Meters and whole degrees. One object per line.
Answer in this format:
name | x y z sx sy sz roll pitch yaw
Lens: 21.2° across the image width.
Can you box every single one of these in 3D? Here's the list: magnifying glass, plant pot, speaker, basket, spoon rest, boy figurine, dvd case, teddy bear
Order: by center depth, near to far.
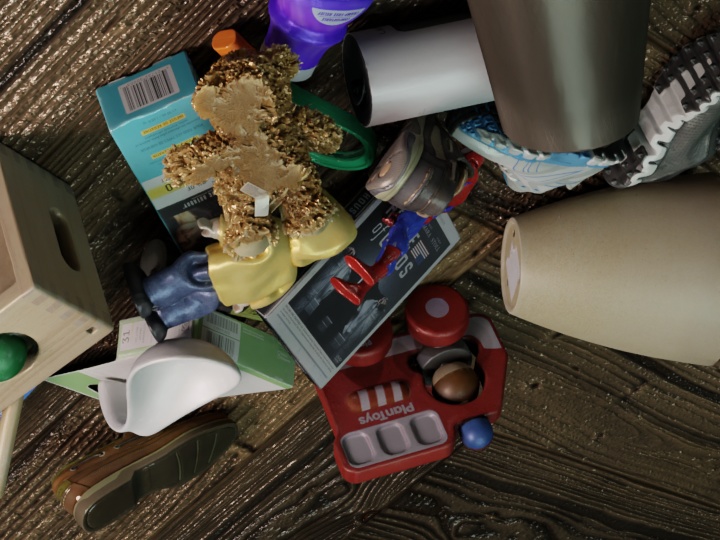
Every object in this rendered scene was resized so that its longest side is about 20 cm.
basket | 0.155 -0.205 1.496 0.179 0.136 0.201 -19 123 -18
teddy bear | -0.082 -0.095 1.538 0.144 0.067 0.200 -28 130 9
speaker | 0.087 -0.176 1.605 0.199 0.082 0.081 -13 144 -13
magnifying glass | -0.055 -0.140 1.606 0.079 0.023 0.200 -3 153 36
boy figurine | -0.102 -0.012 1.645 0.199 0.065 0.125 -26 142 2
spoon rest | -0.179 0.107 1.728 0.099 0.061 0.200 11 159 -28
dvd case | 0.000 0.000 1.771 0.200 0.025 0.150 -47 146 -8
plant pot | 0.241 -0.002 1.860 0.198 0.188 0.188 0 141 -9

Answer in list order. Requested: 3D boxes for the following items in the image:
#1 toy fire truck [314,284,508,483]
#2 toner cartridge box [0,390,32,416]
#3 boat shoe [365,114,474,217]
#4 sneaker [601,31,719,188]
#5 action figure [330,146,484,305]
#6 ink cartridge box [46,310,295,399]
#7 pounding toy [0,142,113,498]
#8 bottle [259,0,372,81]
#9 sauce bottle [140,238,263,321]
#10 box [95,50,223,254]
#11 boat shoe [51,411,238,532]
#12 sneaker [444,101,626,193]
toy fire truck | 0.054 0.119 1.902 0.199 0.169 0.112 -13 145 -13
toner cartridge box | -0.325 0.071 1.737 0.095 0.043 0.200 17 130 -41
boat shoe | 0.052 -0.083 1.627 0.073 0.200 0.075 37 108 -4
sneaker | 0.310 -0.148 1.785 0.090 0.067 0.200 2 142 -35
action figure | 0.049 -0.052 1.710 0.200 0.052 0.066 -42 167 -34
ink cartridge box | -0.181 0.087 1.824 0.199 0.048 0.145 -10 157 36
pounding toy | -0.299 0.044 1.577 0.184 0.201 0.142 -35 144 17
bottle | -0.023 -0.232 1.481 0.083 0.066 0.200 -4 141 -33
sauce bottle | -0.110 0.011 1.758 0.199 0.066 0.066 11 133 -41
box | -0.147 -0.092 1.614 0.082 0.049 0.200 -23 145 1
boat shoe | -0.216 0.183 1.930 0.199 0.068 0.072 -25 142 -34
sneaker | 0.147 -0.104 1.746 0.199 0.075 0.087 10 140 -38
